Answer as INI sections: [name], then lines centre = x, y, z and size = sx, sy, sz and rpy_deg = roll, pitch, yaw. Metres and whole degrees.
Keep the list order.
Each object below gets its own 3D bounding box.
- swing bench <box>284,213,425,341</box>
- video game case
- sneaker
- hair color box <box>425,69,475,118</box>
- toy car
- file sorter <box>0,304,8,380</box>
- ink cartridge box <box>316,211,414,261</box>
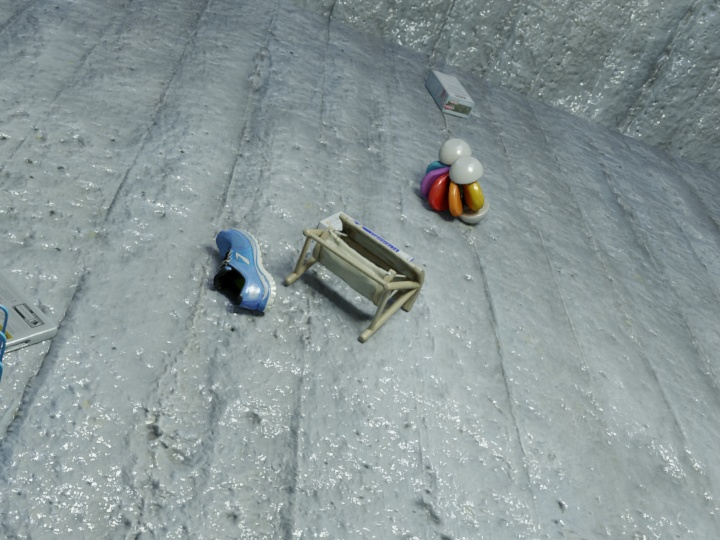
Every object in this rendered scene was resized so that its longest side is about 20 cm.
[swing bench]
centre = 0.000, 0.000, 1.688
size = 0.198, 0.130, 0.200
rpy_deg = 34, 30, 17
[video game case]
centre = -0.569, 0.054, 1.279
size = 0.200, 0.023, 0.182
rpy_deg = 39, 32, 21
[sneaker]
centre = -0.221, -0.008, 1.585
size = 0.089, 0.079, 0.200
rpy_deg = 5, 35, -36
[hair color box]
centre = 0.288, -0.572, 2.890
size = 0.098, 0.061, 0.201
rpy_deg = 11, 32, -22
[toy car]
centre = 0.224, -0.209, 2.195
size = 0.149, 0.176, 0.201
rpy_deg = -19, 39, -2
[file sorter]
centre = -0.502, 0.139, 1.072
size = 0.138, 0.123, 0.201
rpy_deg = 10, 38, -25
[ink cartridge box]
centre = 0.009, -0.052, 1.874
size = 0.199, 0.037, 0.095
rpy_deg = 32, 29, 16
